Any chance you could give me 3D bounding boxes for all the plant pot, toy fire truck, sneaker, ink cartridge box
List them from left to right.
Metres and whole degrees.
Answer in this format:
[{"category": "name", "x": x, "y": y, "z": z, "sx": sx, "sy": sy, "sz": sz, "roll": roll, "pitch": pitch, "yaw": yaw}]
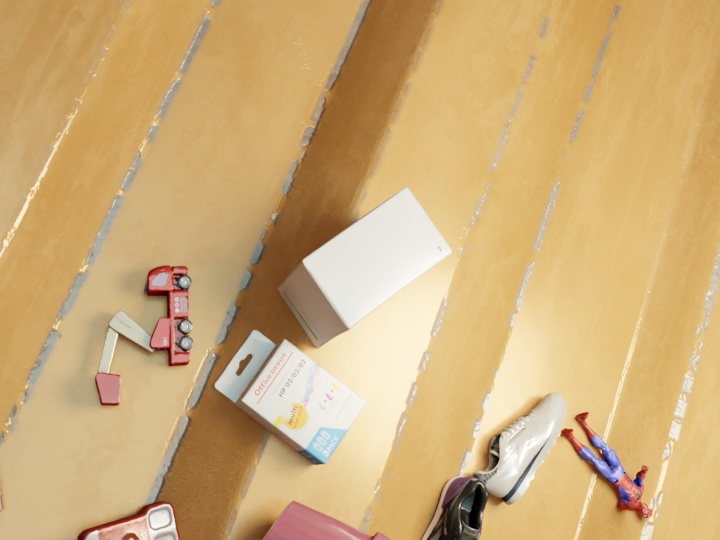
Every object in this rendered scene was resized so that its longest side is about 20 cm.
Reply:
[{"category": "toy fire truck", "x": -0.311, "y": 0.434, "z": 1.279, "sx": 0.167, "sy": 0.112, "sz": 0.202, "roll": -10, "pitch": 82, "yaw": -37}, {"category": "toy fire truck", "x": -0.317, "y": 0.093, "z": 1.369, "sx": 0.139, "sy": 0.049, "sz": 0.203, "roll": -1, "pitch": 79, "yaw": -16}, {"category": "ink cartridge box", "x": -0.106, "y": 0.186, "z": 1.403, "sx": 0.199, "sy": 0.068, "sz": 0.116, "roll": 37, "pitch": 71, "yaw": -6}, {"category": "plant pot", "x": -0.059, "y": 0.428, "z": 1.314, "sx": 0.178, "sy": 0.200, "sz": 0.201, "roll": 34, "pitch": 71, "yaw": 9}, {"category": "sneaker", "x": 0.140, "y": 0.410, "z": 1.421, "sx": 0.075, "sy": 0.088, "sz": 0.202, "roll": 21, "pitch": 74, "yaw": -12}, {"category": "sneaker", "x": 0.259, "y": 0.271, "z": 1.498, "sx": 0.080, "sy": 0.076, "sz": 0.201, "roll": 34, "pitch": 70, "yaw": 3}]

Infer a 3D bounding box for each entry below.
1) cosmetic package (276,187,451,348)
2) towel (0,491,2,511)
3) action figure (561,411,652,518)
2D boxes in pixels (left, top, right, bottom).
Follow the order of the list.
[{"category": "cosmetic package", "x": 0.000, "y": 0.000, "z": 1.403, "sx": 0.199, "sy": 0.200, "sz": 0.124, "roll": -35, "pitch": 90, "yaw": -20}, {"category": "towel", "x": -0.574, "y": 0.244, "z": 1.276, "sx": 0.142, "sy": 0.023, "sz": 0.203, "roll": -8, "pitch": 80, "yaw": -16}, {"category": "action figure", "x": 0.423, "y": 0.326, "z": 1.523, "sx": 0.065, "sy": 0.099, "sz": 0.201, "roll": -40, "pitch": 94, "yaw": -19}]
